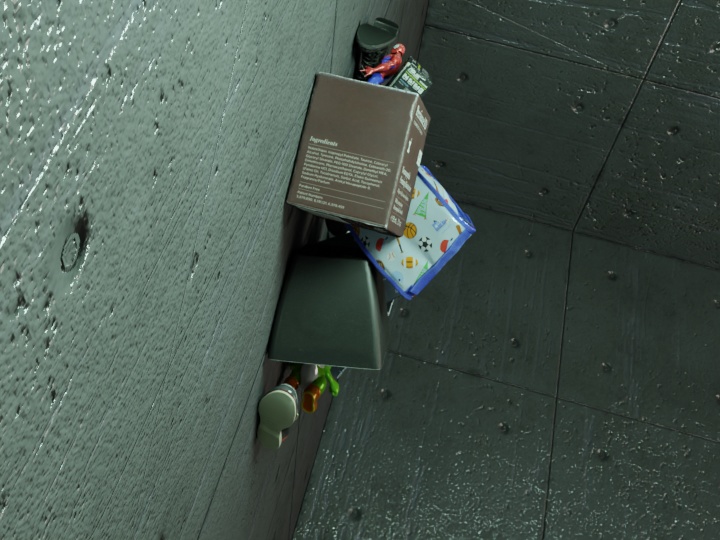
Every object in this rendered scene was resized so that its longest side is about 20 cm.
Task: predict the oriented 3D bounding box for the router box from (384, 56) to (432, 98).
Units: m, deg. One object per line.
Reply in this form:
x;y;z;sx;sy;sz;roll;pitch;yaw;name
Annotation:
0.068;-0.329;1.579;0.150;0.062;0.200;-49;-172;16;router box

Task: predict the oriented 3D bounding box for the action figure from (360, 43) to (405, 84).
0.023;-0.349;1.526;0.201;0.051;0.066;-51;176;-19;action figure

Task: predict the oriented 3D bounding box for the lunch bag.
0.086;-0.073;1.391;0.170;0.201;0.123;-48;142;15;lunch bag

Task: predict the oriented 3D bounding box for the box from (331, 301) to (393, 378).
-0.026;0.109;1.899;0.198;0.123;0.200;-53;-177;15;box

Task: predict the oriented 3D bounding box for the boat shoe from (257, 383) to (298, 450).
-0.143;0.254;1.483;0.063;0.070;0.201;-53;169;-37;boat shoe

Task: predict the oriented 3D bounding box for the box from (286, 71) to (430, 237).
0.002;-0.172;1.271;0.166;0.161;0.204;10;94;-78;box

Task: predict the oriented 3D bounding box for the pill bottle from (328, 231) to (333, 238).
-0.008;-0.105;1.881;0.120;0.117;0.203;99;6;-57;pill bottle

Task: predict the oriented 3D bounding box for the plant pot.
-0.046;0.053;1.453;0.200;0.195;0.182;-55;149;-79;plant pot

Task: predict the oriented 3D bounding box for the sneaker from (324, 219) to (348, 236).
-0.045;-0.157;1.590;0.091;0.076;0.204;-45;144;-62;sneaker

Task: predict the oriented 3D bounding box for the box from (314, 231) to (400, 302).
0.000;0.000;1.645;0.200;0.105;0.151;-11;85;-76;box

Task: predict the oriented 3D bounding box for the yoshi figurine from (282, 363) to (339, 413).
-0.099;0.216;1.725;0.113;0.110;0.201;58;35;-20;yoshi figurine

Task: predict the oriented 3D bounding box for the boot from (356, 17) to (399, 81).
0.017;-0.395;1.620;0.200;0.068;0.177;-55;168;-61;boot
